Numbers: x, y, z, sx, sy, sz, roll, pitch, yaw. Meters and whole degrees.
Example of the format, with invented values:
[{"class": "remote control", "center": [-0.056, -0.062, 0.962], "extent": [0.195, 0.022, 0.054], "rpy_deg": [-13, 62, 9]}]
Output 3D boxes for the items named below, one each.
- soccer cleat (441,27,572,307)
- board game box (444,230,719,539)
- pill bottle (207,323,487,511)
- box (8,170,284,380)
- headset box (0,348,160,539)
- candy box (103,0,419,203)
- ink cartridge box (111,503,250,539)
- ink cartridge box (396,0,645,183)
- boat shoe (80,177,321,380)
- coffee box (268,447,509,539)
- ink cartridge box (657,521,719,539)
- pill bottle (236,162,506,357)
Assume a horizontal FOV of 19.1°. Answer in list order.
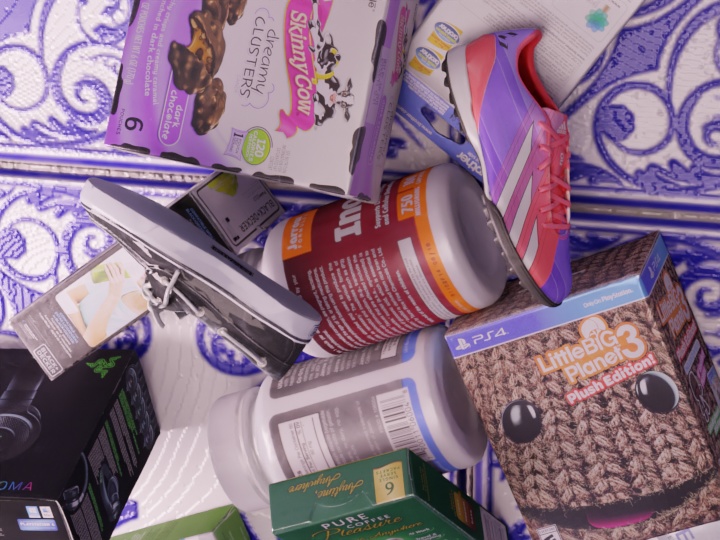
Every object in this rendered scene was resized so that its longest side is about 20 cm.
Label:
[{"class": "soccer cleat", "center": [0.121, -0.074, 1.525], "extent": [0.073, 0.068, 0.201], "rpy_deg": [-20, 85, 20]}, {"class": "board game box", "center": [0.181, 0.097, 1.613], "extent": [0.159, 0.097, 0.200], "rpy_deg": [-19, 103, 22]}, {"class": "pill bottle", "center": [-0.011, 0.120, 1.671], "extent": [0.199, 0.114, 0.114], "rpy_deg": [-16, 104, 22]}, {"class": "box", "center": [-0.166, -0.004, 1.673], "extent": [0.200, 0.117, 0.060], "rpy_deg": [-33, 95, 26]}, {"class": "headset box", "center": [-0.273, 0.149, 1.721], "extent": [0.174, 0.200, 0.093], "rpy_deg": [0, 126, 18]}, {"class": "candy box", "center": [-0.071, -0.151, 1.572], "extent": [0.199, 0.072, 0.168], "rpy_deg": [12, 91, 19]}, {"class": "ink cartridge box", "center": [-0.180, 0.276, 1.808], "extent": [0.199, 0.059, 0.104], "rpy_deg": [-17, 104, 22]}, {"class": "ink cartridge box", "center": [0.112, -0.172, 1.567], "extent": [0.119, 0.042, 0.200], "rpy_deg": [38, 113, 1]}, {"class": "boat shoe", "center": [-0.127, 0.008, 1.561], "extent": [0.199, 0.074, 0.068], "rpy_deg": [33, 100, -5]}, {"class": "coffee box", "center": [0.027, 0.199, 1.657], "extent": [0.123, 0.200, 0.044], "rpy_deg": [-17, 60, 22]}, {"class": "ink cartridge box", "center": [0.359, 0.231, 1.639], "extent": [0.200, 0.041, 0.200], "rpy_deg": [-31, 98, 24]}, {"class": "pill bottle", "center": [0.000, 0.000, 1.623], "extent": [0.200, 0.113, 0.113], "rpy_deg": [-19, 103, 22]}]
